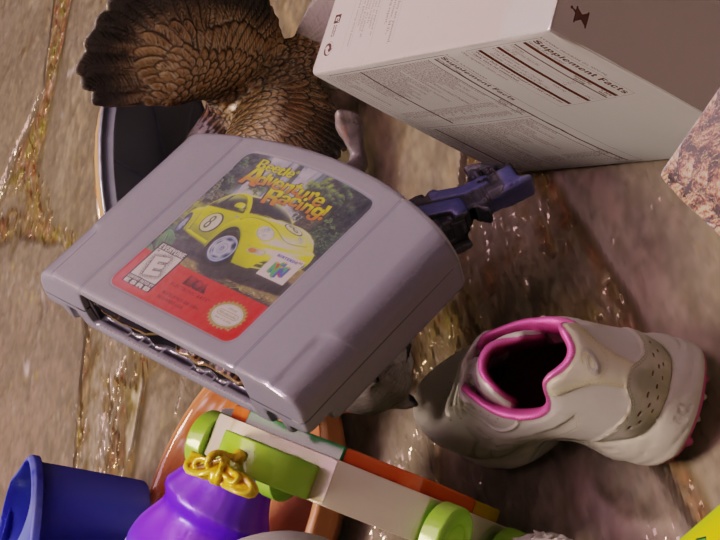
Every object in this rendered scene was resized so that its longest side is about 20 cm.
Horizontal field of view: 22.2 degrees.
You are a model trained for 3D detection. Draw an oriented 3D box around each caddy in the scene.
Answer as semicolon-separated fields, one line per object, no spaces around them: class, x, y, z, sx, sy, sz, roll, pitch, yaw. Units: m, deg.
caddy;-0.201;0.195;1.163;0.200;0.104;0.142;137;139;-65

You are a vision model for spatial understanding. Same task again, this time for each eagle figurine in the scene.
eagle figurine;-0.077;-0.105;1.152;0.200;0.151;0.152;-39;-39;-76

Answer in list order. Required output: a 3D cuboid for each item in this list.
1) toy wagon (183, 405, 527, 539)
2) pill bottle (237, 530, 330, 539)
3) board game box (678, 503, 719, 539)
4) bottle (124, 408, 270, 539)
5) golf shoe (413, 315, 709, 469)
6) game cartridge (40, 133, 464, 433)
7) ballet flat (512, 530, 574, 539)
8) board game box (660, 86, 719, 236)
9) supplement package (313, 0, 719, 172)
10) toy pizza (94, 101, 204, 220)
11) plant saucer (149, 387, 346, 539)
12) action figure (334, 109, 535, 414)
toy wagon;-0.011;0.104;0.882;0.155;0.200;0.040;18;82;33
pill bottle;-0.026;0.236;0.911;0.111;0.111;0.200;-53;34;22
board game box;0.149;0.147;0.709;0.200;0.101;0.048;-47;36;29
bottle;-0.103;0.176;1.042;0.083;0.065;0.201;36;101;54
golf shoe;0.076;0.052;0.895;0.200;0.091;0.076;-13;61;56
game cartridge;-0.052;-0.004;0.905;0.199;0.041;0.133;23;54;40
ballet flat;0.073;0.209;0.808;0.072;0.072;0.201;-19;56;51
board game box;0.232;-0.038;0.607;0.160;0.199;0.097;-56;33;16
supplement package;0.109;-0.166;0.930;0.200;0.147;0.192;0;70;57
toy pizza;-0.136;-0.049;1.204;0.032;0.200;0.201;-6;59;16
plant saucer;-0.068;0.146;1.107;0.200;0.037;0.201;-34;44;41
action figure;0.000;0.000;0.983;0.199;0.105;0.194;-21;43;1
